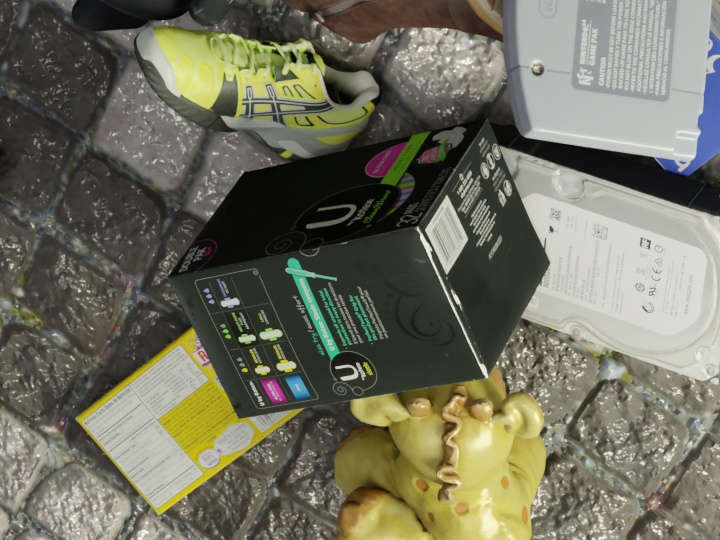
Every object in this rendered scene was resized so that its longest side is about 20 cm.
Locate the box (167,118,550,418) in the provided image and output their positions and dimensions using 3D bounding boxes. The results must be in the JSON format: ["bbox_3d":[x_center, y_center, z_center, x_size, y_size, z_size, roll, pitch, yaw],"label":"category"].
[{"bbox_3d":[0.000,0.000,1.705,0.200,0.149,0.124,-11,117,31],"label":"box"}]

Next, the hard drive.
[{"bbox_3d":[0.168,-0.013,1.730,0.200,0.038,0.140,21,130,22],"label":"hard drive"}]

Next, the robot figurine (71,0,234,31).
[{"bbox_3d":[-0.138,-0.252,1.723,0.150,0.125,0.200,32,123,-15],"label":"robot figurine"}]

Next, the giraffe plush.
[{"bbox_3d":[0.060,0.126,1.753,0.172,0.200,0.162,-17,130,-10],"label":"giraffe plush"}]

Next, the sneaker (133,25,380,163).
[{"bbox_3d":[-0.072,-0.136,1.734,0.076,0.200,0.075,-42,52,28],"label":"sneaker"}]

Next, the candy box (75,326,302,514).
[{"bbox_3d":[-0.120,0.099,1.931,0.200,0.026,0.102,-37,93,30],"label":"candy box"}]

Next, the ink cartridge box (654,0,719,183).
[{"bbox_3d":[0.184,-0.164,1.680,0.200,0.044,0.094,48,123,-4],"label":"ink cartridge box"}]

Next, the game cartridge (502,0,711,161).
[{"bbox_3d":[0.158,-0.176,1.608,0.133,0.040,0.200,9,81,-15],"label":"game cartridge"}]

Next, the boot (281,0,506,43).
[{"bbox_3d":[0.042,-0.187,1.686,0.200,0.072,0.166,32,156,-12],"label":"boot"}]
